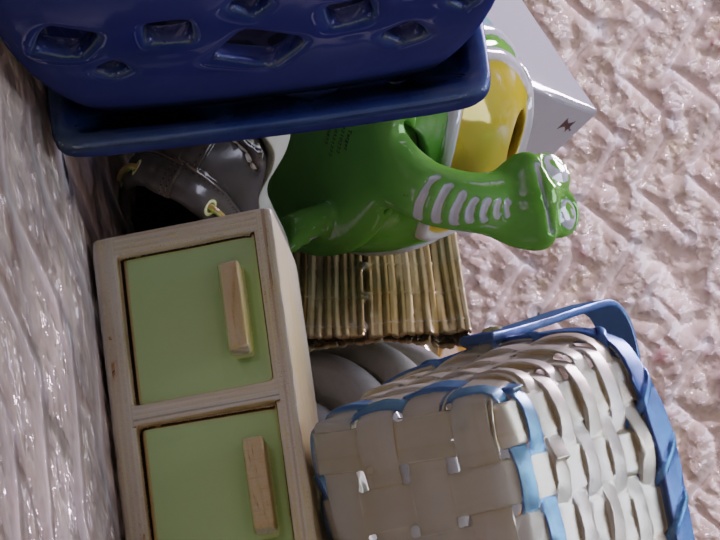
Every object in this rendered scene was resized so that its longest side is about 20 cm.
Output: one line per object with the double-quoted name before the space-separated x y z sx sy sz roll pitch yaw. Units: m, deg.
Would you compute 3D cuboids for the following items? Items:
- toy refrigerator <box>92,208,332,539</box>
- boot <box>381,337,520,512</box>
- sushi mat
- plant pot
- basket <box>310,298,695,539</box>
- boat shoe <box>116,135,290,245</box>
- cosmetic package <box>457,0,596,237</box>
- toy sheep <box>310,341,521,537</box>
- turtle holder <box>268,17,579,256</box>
"toy refrigerator" -0.054 0.083 1.160 0.070 0.075 0.201 68 13 -67
"boot" 0.024 0.073 1.498 0.144 0.070 0.202 94 -26 -63
"sushi mat" 0.000 0.000 1.378 0.200 0.095 0.012 -92 -178 -71
"plant pot" -0.047 -0.156 1.116 0.180 0.199 0.201 85 -3 -60
"basket" 0.071 0.101 1.182 0.200 0.139 0.177 -2 81 -54
"boat shoe" -0.072 -0.020 1.262 0.061 0.072 0.201 -56 170 -21
"cosmetic package" 0.025 -0.128 1.550 0.071 0.101 0.200 17 35 -53
"toy sheep" -0.002 0.091 1.336 0.138 0.199 0.139 23 -60 47
"turtle holder" 0.018 -0.077 1.350 0.185 0.131 0.142 -3 -92 55
